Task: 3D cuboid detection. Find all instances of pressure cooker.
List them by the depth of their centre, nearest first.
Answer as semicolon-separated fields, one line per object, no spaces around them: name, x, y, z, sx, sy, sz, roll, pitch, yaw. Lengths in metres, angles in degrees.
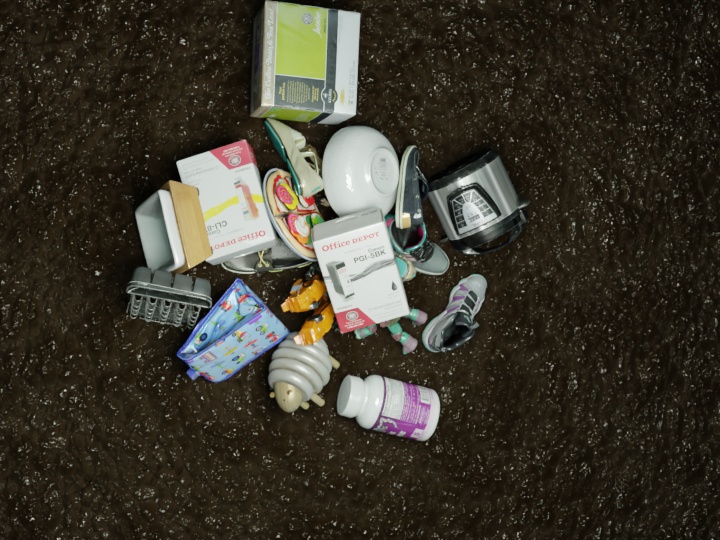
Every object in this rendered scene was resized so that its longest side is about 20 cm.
pressure cooker;0.248;-0.134;1.759;0.177;0.175;0.202;-31;101;-22

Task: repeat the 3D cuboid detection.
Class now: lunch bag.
lunch bag;-0.254;0.138;1.619;0.200;0.151;0.094;-44;64;-6

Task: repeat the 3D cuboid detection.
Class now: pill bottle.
pill bottle;0.056;0.280;1.741;0.197;0.112;0.114;16;87;-16

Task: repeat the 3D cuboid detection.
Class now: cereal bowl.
cereal bowl;0.017;-0.193;1.686;0.199;0.083;0.203;0;90;-49

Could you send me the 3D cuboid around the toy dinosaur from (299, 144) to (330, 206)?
toy dinosaur;-0.052;-0.184;1.712;0.199;0.058;0.102;40;48;-12

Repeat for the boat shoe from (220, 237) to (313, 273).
boat shoe;-0.181;-0.033;1.685;0.198;0.060;0.073;-7;94;-17

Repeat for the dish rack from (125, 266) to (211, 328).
dish rack;-0.362;0.063;1.562;0.151;0.200;0.055;13;59;-15

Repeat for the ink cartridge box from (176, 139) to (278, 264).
ink cartridge box;-0.253;-0.129;1.616;0.143;0.083;0.203;-17;87;-1

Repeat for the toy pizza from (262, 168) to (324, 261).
toy pizza;-0.119;-0.114;1.646;0.031;0.200;0.202;-27;102;23

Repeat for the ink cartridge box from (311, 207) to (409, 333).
ink cartridge box;0.000;0.000;1.615;0.145;0.083;0.202;-16;113;4

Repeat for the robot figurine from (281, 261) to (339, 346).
robot figurine;-0.090;0.065;1.665;0.057;0.200;0.147;-15;102;18

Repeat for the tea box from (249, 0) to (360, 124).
tea box;-0.112;-0.405;1.660;0.194;0.133;0.203;3;90;-18

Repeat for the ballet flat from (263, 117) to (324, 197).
ballet flat;-0.127;-0.230;1.660;0.069;0.070;0.202;-20;65;-16

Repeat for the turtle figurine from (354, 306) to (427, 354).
turtle figurine;0.043;0.085;1.743;0.199;0.101;0.151;32;88;-24

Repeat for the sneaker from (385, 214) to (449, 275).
sneaker;0.119;-0.055;1.748;0.198;0.121;0.084;30;83;-16

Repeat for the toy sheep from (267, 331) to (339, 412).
toy sheep;-0.116;0.192;1.680;0.137;0.138;0.202;31;53;-16

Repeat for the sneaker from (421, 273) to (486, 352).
sneaker;0.223;0.096;1.773;0.077;0.140;0.201;37;81;-14

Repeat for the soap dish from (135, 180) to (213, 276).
soap dish;-0.347;-0.070;1.558;0.080;0.199;0.160;-13;88;-29

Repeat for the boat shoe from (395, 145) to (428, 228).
boat shoe;0.109;-0.170;1.708;0.061;0.075;0.202;2;55;9

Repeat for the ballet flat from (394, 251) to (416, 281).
ballet flat;0.029;-0.030;1.734;0.198;0.075;0.069;28;95;23
